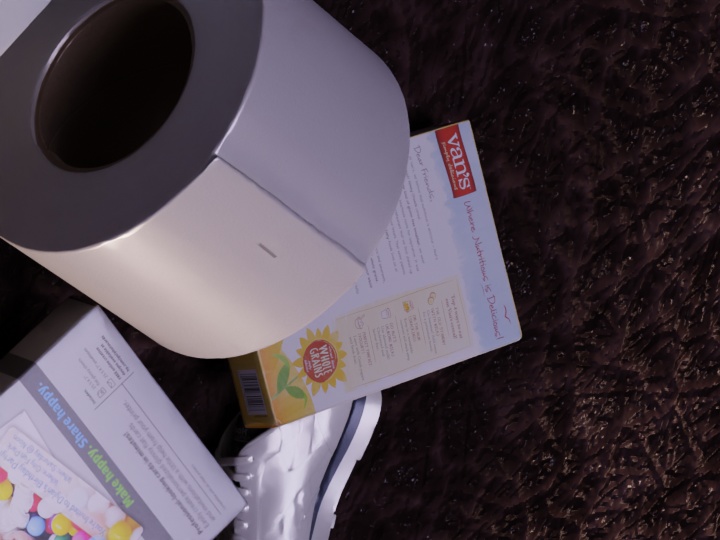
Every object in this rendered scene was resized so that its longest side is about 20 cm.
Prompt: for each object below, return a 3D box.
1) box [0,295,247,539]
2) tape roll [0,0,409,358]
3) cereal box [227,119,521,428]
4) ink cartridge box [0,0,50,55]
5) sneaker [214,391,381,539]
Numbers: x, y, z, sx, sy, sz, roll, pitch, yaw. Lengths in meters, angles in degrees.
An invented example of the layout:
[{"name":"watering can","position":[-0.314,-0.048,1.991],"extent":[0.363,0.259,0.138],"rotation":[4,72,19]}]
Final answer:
[{"name":"box","position":[-0.179,0.138,1.574],"extent":[0.200,0.041,0.156],"rotation":[-43,115,-18]},{"name":"tape roll","position":[-0.092,-0.071,1.537],"extent":[0.139,0.202,0.203],"rotation":[37,82,-47]},{"name":"cereal box","position":[0.000,0.000,1.738],"extent":[0.200,0.039,0.144],"rotation":[-17,96,-37]},{"name":"ink cartridge box","position":[-0.188,-0.221,1.461],"extent":[0.200,0.083,0.147],"rotation":[-49,135,-16]},{"name":"sneaker","position":[-0.060,0.139,1.764],"extent":[0.080,0.076,0.201],"rotation":[20,87,-39]}]
